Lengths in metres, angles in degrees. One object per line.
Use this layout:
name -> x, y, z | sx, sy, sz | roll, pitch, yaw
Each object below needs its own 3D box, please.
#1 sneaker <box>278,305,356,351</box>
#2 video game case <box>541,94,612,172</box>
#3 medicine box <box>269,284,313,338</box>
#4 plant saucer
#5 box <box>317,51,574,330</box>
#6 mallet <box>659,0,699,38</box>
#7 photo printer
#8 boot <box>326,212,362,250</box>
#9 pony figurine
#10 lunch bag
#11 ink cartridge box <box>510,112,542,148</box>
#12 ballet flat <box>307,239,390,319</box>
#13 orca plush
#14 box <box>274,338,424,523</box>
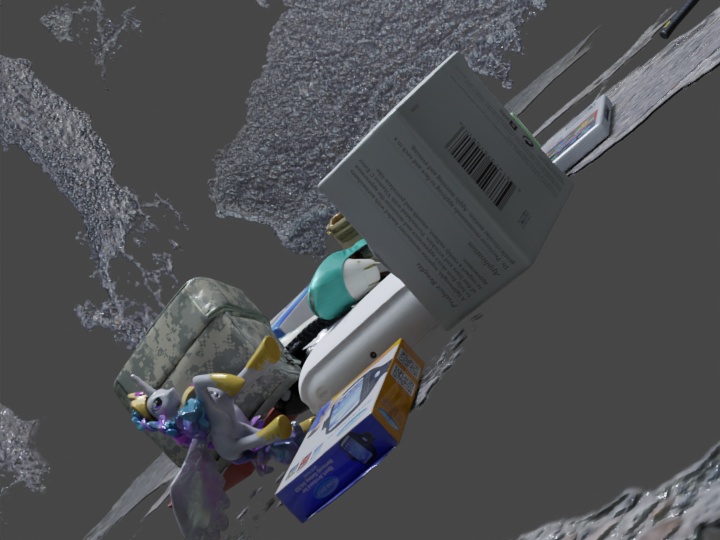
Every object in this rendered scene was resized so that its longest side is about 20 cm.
sneaker -> -0.088, 0.104, 1.301 | 0.199, 0.071, 0.093 | -37, 24, -11
video game case -> 0.246, -0.140, 1.259 | 0.199, 0.023, 0.182 | -41, 5, 25
medicine box -> -0.129, 0.144, 1.522 | 0.200, 0.103, 0.182 | -42, 5, 26
plant saucer -> -0.157, 0.240, 1.321 | 0.199, 0.037, 0.200 | -39, 7, 44
box -> 0.094, -0.086, 0.993 | 0.130, 0.199, 0.200 | -39, 7, 36
mallet -> 0.500, -0.415, 1.399 | 0.200, 0.041, 0.066 | -48, 6, 3
photo printer -> 0.014, 0.074, 1.090 | 0.200, 0.070, 0.167 | -43, 5, 18
boot -> 0.012, -0.017, 1.371 | 0.073, 0.156, 0.200 | -44, 4, -19
pony figurine -> -0.141, 0.174, 1.023 | 0.197, 0.195, 0.167 | -18, 21, 31
lunch bag -> -0.181, 0.138, 1.174 | 0.201, 0.168, 0.139 | -50, -29, 7
ink cartridge box -> 0.175, -0.138, 1.458 | 0.200, 0.084, 0.146 | -43, 4, 6
ballet flat -> 0.000, 0.000, 1.187 | 0.069, 0.068, 0.200 | -16, 12, 25
orca plush -> -0.025, 0.122, 1.229 | 0.199, 0.071, 0.106 | -35, -42, -12
box -> -0.007, 0.142, 0.859 | 0.119, 0.042, 0.200 | -43, 3, 18
